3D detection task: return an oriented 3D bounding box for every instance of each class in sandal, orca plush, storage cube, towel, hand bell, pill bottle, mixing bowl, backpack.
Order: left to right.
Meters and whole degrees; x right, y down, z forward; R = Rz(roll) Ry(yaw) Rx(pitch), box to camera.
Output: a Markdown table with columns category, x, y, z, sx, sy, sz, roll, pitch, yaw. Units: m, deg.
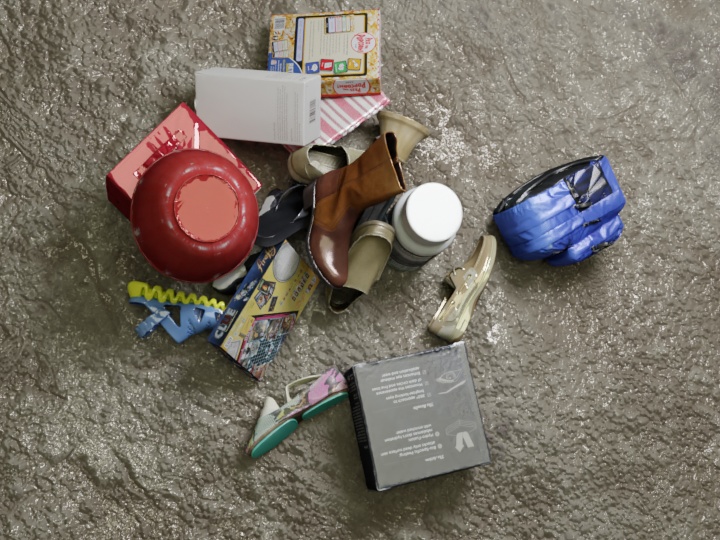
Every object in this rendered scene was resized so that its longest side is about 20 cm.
| category | x | y | z | sx | sy | sz | roll | pitch | yaw |
| --- | --- | --- | --- | --- | --- | --- | --- | --- | --- |
| storage cube | -0.285 | -0.125 | 1.490 | 0.180 | 0.200 | 0.171 | 45 | 74 | -5 |
| sandal | -0.288 | 0.078 | 1.512 | 0.196 | 0.080 | 0.089 | 11 | 81 | 0 |
| mixing bowl | -0.231 | -0.086 | 1.352 | 0.196 | 0.108 | 0.205 | 1 | 87 | -20 |
| orca plush | -0.176 | -0.038 | 1.573 | 0.104 | 0.071 | 0.203 | 0 | 60 | 35 |
| sandal | -0.109 | -0.100 | 1.509 | 0.075 | 0.044 | 0.200 | 21 | 37 | 19 |
| towel | -0.064 | -0.279 | 1.617 | 0.199 | 0.030 | 0.146 | -37 | 59 | -12 |
| hand bell | 0.040 | -0.165 | 1.625 | 0.102 | 0.104 | 0.203 | 22 | 87 | -5 |
| pill bottle | 0.098 | -0.073 | 1.545 | 0.111 | 0.200 | 0.116 | 2 | 78 | -11 |
| backpack | 0.345 | -0.092 | 1.617 | 0.197 | 0.162 | 0.170 | -24 | 87 | -15 |

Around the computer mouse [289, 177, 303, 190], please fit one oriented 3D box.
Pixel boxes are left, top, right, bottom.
| category | x | y | z | sx | sy | sz | roll | pitch | yaw |
| --- | --- | --- | --- | --- | --- | --- | --- | --- | --- |
| computer mouse | -0.024 | -0.107 | 1.604 | 0.139 | 0.046 | 0.202 | -29 | 76 | 3 |

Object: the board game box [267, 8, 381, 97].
| category | x | y | z | sx | sy | sz | roll | pitch | yaw |
| --- | --- | --- | --- | --- | --- | --- | --- | --- | --- |
| board game box | -0.062 | -0.377 | 1.615 | 0.195 | 0.047 | 0.154 | -1 | 64 | 5 |

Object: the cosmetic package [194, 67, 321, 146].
| category | x | y | z | sx | sy | sz | roll | pitch | yaw |
| --- | --- | --- | --- | --- | --- | --- | --- | --- | --- |
| cosmetic package | -0.170 | -0.274 | 1.542 | 0.196 | 0.085 | 0.110 | 9 | 111 | 16 |

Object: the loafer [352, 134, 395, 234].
| category | x | y | z | sx | sy | sz | roll | pitch | yaw |
| --- | --- | --- | --- | --- | --- | --- | --- | --- | --- |
| loafer | 0.014 | -0.122 | 1.497 | 0.071 | 0.073 | 0.204 | -1 | 118 | -16 |

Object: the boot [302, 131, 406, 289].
| category | x | y | z | sx | sy | sz | roll | pitch | yaw |
| --- | --- | --- | --- | --- | --- | --- | --- | --- | --- |
| boot | 0.002 | -0.088 | 1.431 | 0.068 | 0.198 | 0.192 | 17 | 58 | -42 |

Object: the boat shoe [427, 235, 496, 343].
| category | x | y | z | sx | sy | sz | roll | pitch | yaw |
| --- | --- | --- | --- | --- | --- | --- | --- | --- | --- |
| boat shoe | 0.177 | 0.023 | 1.610 | 0.064 | 0.072 | 0.203 | 25 | 81 | -6 |

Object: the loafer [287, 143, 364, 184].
| category | x | y | z | sx | sy | sz | roll | pitch | yaw |
| --- | --- | --- | --- | --- | --- | --- | --- | --- | --- |
| loafer | -0.021 | -0.166 | 1.537 | 0.196 | 0.068 | 0.077 | 4 | 80 | -19 |

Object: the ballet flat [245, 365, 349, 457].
| category | x | y | z | sx | sy | sz | roll | pitch | yaw |
| --- | --- | --- | --- | --- | --- | --- | --- | --- | --- |
| ballet flat | -0.112 | 0.224 | 1.516 | 0.198 | 0.069 | 0.072 | -33 | 67 | -9 |

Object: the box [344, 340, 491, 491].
| category | x | y | z | sx | sy | sz | roll | pitch | yaw |
| --- | --- | --- | --- | --- | --- | --- | --- | --- | --- |
| box | 0.089 | 0.240 | 1.523 | 0.193 | 0.117 | 0.204 | -10 | 79 | -12 |

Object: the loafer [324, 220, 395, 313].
| category | x | y | z | sx | sy | sz | roll | pitch | yaw |
| --- | --- | --- | --- | --- | --- | --- | --- | --- | --- |
| loafer | 0.000 | 0.000 | 1.517 | 0.075 | 0.201 | 0.068 | 16 | 45 | -16 |

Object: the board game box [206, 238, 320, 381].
| category | x | y | z | sx | sy | sz | roll | pitch | yaw |
| --- | --- | --- | --- | --- | --- | --- | --- | --- | --- |
| board game box | -0.154 | 0.062 | 1.510 | 0.034 | 0.136 | 0.202 | 19 | 70 | 34 |
